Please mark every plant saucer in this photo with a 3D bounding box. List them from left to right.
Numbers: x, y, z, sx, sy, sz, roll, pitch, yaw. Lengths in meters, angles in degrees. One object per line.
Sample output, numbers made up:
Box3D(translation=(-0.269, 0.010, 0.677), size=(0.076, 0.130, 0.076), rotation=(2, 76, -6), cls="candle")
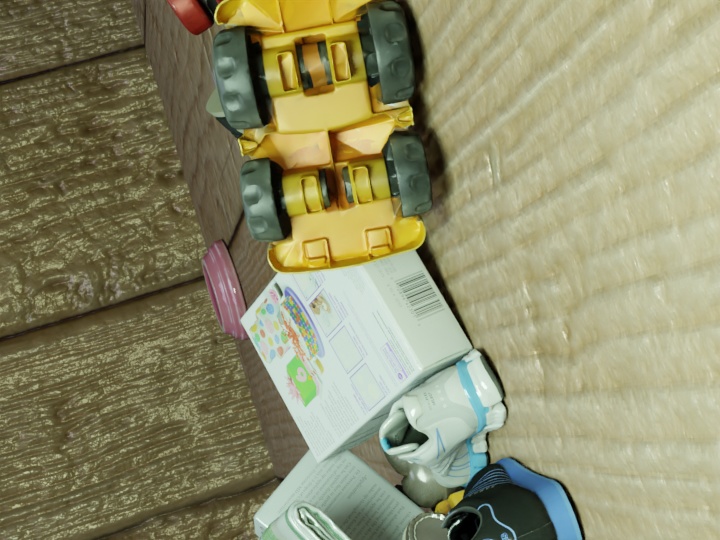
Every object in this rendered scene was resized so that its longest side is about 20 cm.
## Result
Box3D(translation=(-0.265, 0.043, 2.685), size=(0.200, 0.050, 0.202), rotation=(164, 90, -80), cls="plant saucer")

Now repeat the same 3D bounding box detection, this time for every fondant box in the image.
Box3D(translation=(-0.010, 0.051, 1.122), size=(0.145, 0.058, 0.200), rotation=(60, 143, 13), cls="fondant box")

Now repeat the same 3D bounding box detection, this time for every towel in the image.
Box3D(translation=(-0.023, 0.262, 1.129), size=(0.149, 0.031, 0.200), rotation=(45, 153, 5), cls="towel")

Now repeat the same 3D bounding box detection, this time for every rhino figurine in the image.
Box3D(translation=(0.035, 0.125, 1.228), size=(0.088, 0.059, 0.201), rotation=(115, 134, -68), cls="rhino figurine")

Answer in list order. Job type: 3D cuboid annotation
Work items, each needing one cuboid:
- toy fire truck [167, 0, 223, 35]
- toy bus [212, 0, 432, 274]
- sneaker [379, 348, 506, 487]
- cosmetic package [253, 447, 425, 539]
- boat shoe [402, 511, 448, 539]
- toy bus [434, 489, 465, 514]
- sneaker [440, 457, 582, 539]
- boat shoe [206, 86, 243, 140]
Box3D(translation=(-0.117, -0.274, 1.349), size=(0.168, 0.112, 0.201), rotation=(49, -169, -47), cls="toy fire truck")
Box3D(translation=(-0.027, -0.114, 1.021), size=(0.192, 0.135, 0.201), rotation=(-101, 1, -79), cls="toy bus")
Box3D(translation=(0.054, 0.125, 1.079), size=(0.200, 0.086, 0.075), rotation=(91, 158, -62), cls="sneaker")
Box3D(translation=(0.014, 0.246, 1.196), size=(0.200, 0.102, 0.071), rotation=(38, 161, 12), cls="cosmetic package")
Box3D(translation=(0.098, 0.256, 1.033), size=(0.200, 0.072, 0.060), rotation=(53, 168, 28), cls="boat shoe")
Box3D(translation=(0.099, 0.280, 1.100), size=(0.065, 0.078, 0.201), rotation=(95, 156, -63), cls="toy bus")
Box3D(translation=(0.091, 0.180, 0.990), size=(0.200, 0.077, 0.071), rotation=(140, 111, -79), cls="sneaker")
Box3D(translation=(-0.109, -0.174, 1.535), size=(0.063, 0.074, 0.201), rotation=(39, 174, -26), cls="boat shoe")
